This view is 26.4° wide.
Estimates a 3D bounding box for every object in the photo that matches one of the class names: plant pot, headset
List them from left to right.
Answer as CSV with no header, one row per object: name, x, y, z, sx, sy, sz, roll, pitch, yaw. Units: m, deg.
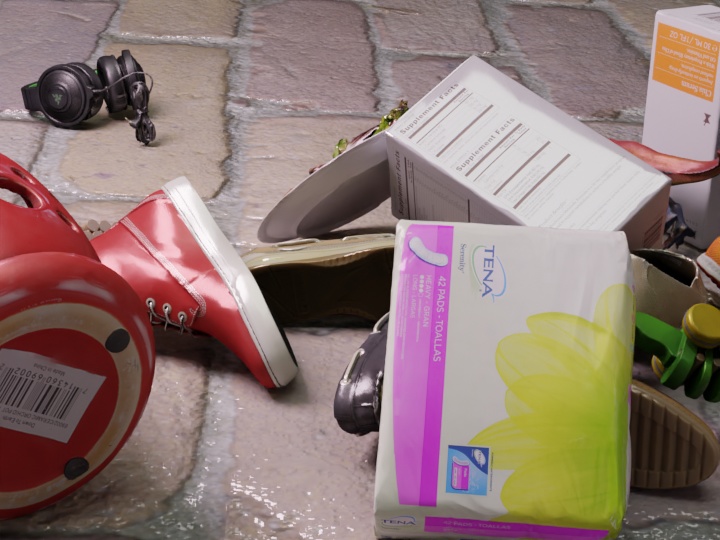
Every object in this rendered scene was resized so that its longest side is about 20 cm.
plant pot,-0.240,0.044,0.938,0.200,0.201,0.182,-13,36,-33
headset,-0.281,-0.183,1.651,0.123,0.094,0.200,-20,16,-35

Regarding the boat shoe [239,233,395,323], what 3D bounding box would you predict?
boat shoe,-0.001,0.002,1.219,0.200,0.073,0.063,-5,28,-1

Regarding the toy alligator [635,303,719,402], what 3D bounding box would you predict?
toy alligator,0.266,0.069,1.032,0.199,0.059,0.054,12,51,-14

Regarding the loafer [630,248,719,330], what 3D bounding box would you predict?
loafer,0.233,0.020,1.161,0.076,0.068,0.200,20,10,28

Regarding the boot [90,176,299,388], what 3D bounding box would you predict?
boot,-0.144,0.037,1.132,0.144,0.072,0.200,-32,56,-9

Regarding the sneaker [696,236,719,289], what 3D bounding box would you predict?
sneaker,0.319,0.010,1.154,0.073,0.077,0.200,39,11,-28

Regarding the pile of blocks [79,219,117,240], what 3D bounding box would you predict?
pile of blocks,-0.232,0.000,1.228,0.200,0.082,0.062,-5,-21,-41

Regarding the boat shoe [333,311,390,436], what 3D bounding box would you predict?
boat shoe,0.030,0.064,1.078,0.060,0.074,0.200,-9,19,16

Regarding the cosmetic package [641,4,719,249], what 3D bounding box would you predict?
cosmetic package,0.317,-0.133,1.406,0.071,0.201,0.101,-11,25,-28

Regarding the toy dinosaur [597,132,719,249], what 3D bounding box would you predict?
toy dinosaur,0.236,-0.099,1.401,0.105,0.200,0.182,0,49,-49

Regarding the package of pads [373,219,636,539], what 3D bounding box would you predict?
package of pads,0.091,0.068,0.943,0.154,0.068,0.201,3,66,3

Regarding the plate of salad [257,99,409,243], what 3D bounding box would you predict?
plate of salad,-0.006,-0.085,1.307,0.200,0.200,0.048,-20,74,-43

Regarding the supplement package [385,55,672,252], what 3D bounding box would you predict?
supplement package,0.129,-0.058,1.212,0.200,0.114,0.110,37,65,25

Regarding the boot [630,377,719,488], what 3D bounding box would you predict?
boot,0.164,0.074,1.067,0.200,0.073,0.166,18,21,18
